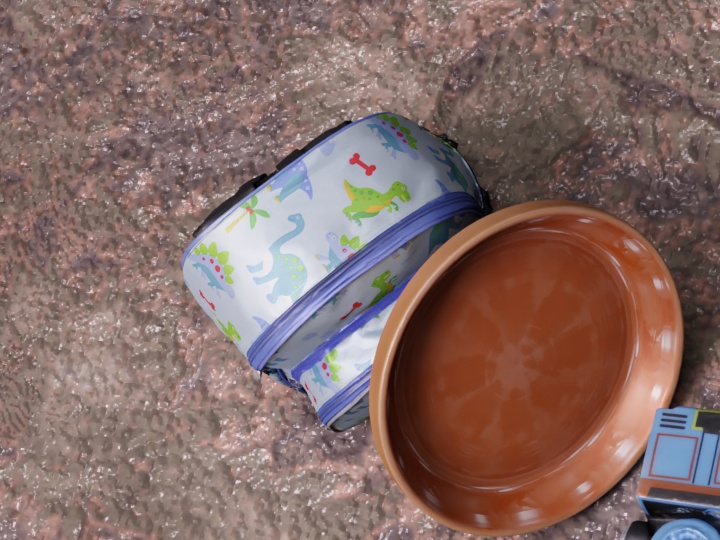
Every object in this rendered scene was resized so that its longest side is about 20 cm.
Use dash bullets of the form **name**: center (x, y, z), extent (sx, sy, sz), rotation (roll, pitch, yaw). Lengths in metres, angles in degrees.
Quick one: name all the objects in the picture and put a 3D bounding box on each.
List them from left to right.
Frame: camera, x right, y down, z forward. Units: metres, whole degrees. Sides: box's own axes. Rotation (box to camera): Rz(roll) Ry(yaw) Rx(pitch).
- **backpack**: center (0.000, 0.000, 1.277), extent (0.183, 0.200, 0.147), rotation (-38, 76, 4)
- **plant saucer**: center (0.094, 0.055, 1.226), extent (0.201, 0.200, 0.032), rotation (-50, 33, -1)
- **toy train**: center (0.243, 0.142, 1.183), extent (0.198, 0.087, 0.115), rotation (5, 66, 26)
